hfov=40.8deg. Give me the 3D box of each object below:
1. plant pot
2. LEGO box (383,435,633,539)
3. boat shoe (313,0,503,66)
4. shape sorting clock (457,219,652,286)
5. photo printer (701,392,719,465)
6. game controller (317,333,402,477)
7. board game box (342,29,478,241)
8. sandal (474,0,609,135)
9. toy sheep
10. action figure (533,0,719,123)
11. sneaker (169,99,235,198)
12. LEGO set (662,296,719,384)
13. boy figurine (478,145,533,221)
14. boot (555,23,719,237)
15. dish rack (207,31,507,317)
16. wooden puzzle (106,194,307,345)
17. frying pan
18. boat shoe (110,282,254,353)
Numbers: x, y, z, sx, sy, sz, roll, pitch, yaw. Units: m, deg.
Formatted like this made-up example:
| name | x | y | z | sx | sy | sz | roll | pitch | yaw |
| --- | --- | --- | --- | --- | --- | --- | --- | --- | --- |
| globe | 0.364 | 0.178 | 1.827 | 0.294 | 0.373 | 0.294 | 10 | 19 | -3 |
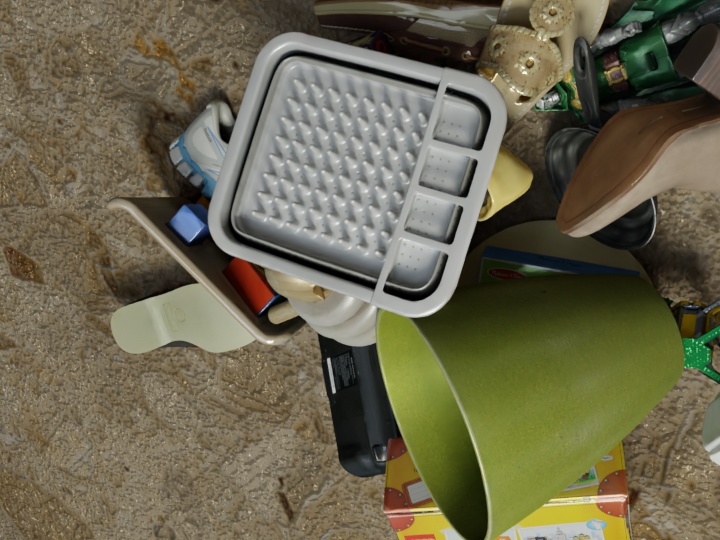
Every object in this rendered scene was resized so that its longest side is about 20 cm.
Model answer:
| name | x | y | z | sx | sy | sz | roll | pitch | yaw |
| --- | --- | --- | --- | --- | --- | --- | --- | --- | --- |
| plant pot | 0.138 | 0.080 | 0.741 | 0.187 | 0.197 | 0.190 | 159 | 90 | -75 |
| LEGO box | 0.132 | 0.210 | 0.837 | 0.196 | 0.078 | 0.150 | -7 | 133 | 13 |
| boat shoe | 0.054 | -0.192 | 0.803 | 0.196 | 0.072 | 0.073 | 8 | 116 | 15 |
| shape sorting clock | 0.165 | 0.057 | 0.848 | 0.196 | 0.039 | 0.204 | 1 | 92 | 17 |
| photo printer | 0.375 | 0.122 | 0.693 | 0.198 | 0.070 | 0.167 | 26 | 142 | -3 |
| game controller | -0.001 | 0.092 | 0.920 | 0.104 | 0.041 | 0.204 | -30 | 67 | 57 |
| board game box | 0.013 | -0.102 | 0.852 | 0.119 | 0.032 | 0.202 | -9 | 121 | 37 |
| sandal | 0.119 | -0.145 | 0.733 | 0.077 | 0.070 | 0.212 | 26 | 133 | -12 |
| toy sheep | 0.000 | 0.000 | 0.816 | 0.136 | 0.198 | 0.141 | 1 | 92 | 42 |
| action figure | 0.221 | -0.163 | 0.746 | 0.198 | 0.055 | 0.120 | -18 | 105 | 34 |
| sneaker | -0.092 | -0.082 | 0.925 | 0.200 | 0.075 | 0.087 | 43 | 118 | 2 |
| LEGO set | 0.344 | 0.035 | 0.761 | 0.198 | 0.117 | 0.154 | 26 | 142 | -2 |
| boy figurine | 0.039 | -0.099 | 0.765 | 0.198 | 0.064 | 0.125 | 31 | 140 | 16 |
| boot | 0.254 | -0.081 | 0.697 | 0.145 | 0.071 | 0.201 | 21 | 124 | -27 |
| dish rack | -0.002 | -0.071 | 0.705 | 0.197 | 0.043 | 0.174 | 18 | 90 | 18 |
| wooden puzzle | -0.126 | -0.016 | 0.918 | 0.199 | 0.185 | 0.046 | 40 | 98 | 2 |
| frying pan | 0.181 | -0.100 | 0.773 | 0.114 | 0.031 | 0.192 | 13 | 135 | 60 |
| boat shoe | -0.173 | 0.047 | 1.030 | 0.199 | 0.063 | 0.075 | -8 | 99 | 31 |
